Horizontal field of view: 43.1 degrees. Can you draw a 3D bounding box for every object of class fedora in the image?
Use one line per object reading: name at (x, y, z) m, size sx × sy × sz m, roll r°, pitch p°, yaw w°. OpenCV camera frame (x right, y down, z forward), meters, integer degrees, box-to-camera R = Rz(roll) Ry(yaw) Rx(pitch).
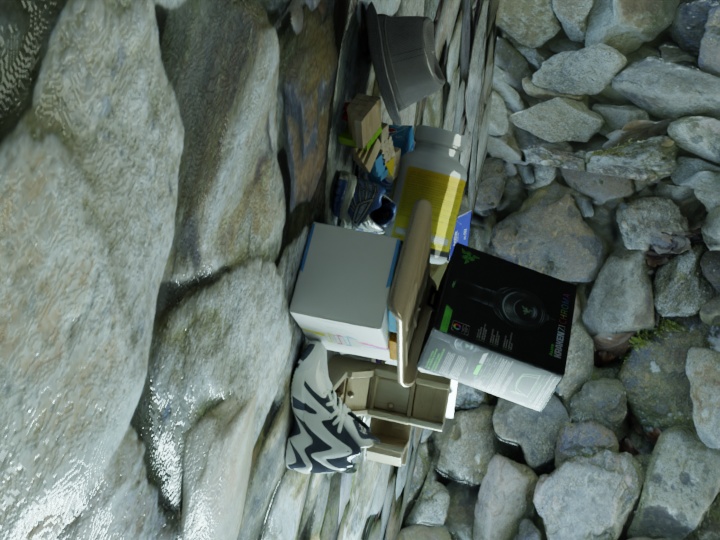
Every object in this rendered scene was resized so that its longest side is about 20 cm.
fedora at (0.069, -0.300, 1.296) m, size 0.200 × 0.090 × 0.178 m, roll -21°, pitch 99°, yaw -81°

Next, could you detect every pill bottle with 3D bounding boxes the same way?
pill bottle at (0.103, -0.118, 1.420) m, size 0.112 × 0.111 × 0.202 m, roll -6°, pitch 110°, yaw -79°

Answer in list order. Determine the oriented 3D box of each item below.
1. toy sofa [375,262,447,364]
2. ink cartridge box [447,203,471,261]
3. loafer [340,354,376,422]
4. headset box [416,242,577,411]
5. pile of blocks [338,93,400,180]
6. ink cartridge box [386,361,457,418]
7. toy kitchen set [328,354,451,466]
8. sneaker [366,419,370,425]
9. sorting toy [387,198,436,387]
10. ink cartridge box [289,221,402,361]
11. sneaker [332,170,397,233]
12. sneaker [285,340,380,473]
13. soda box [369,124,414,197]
toy sofa at (0.065, 0.055, 1.508) m, size 0.200 × 0.083 × 0.098 m, roll -48°, pitch 173°, yaw -36°
ink cartridge box at (0.108, -0.111, 1.586) m, size 0.044 × 0.200 × 0.095 m, roll -25°, pitch 137°, yaw -27°
loafer at (0.007, 0.168, 1.567) m, size 0.063 × 0.072 × 0.202 m, roll -25°, pitch 128°, yaw -45°
headset box at (0.185, 0.073, 1.273) m, size 0.093 × 0.199 × 0.175 m, roll 108°, pitch 3°, yaw -47°
pile of blocks at (0.003, -0.180, 1.311) m, size 0.083 × 0.062 × 0.200 m, roll -66°, pitch 158°, yaw -15°
ink cartridge box at (0.086, 0.188, 1.701) m, size 0.050 × 0.198 × 0.163 m, roll -68°, pitch 165°, yaw -46°
toy kitchen set at (0.025, 0.249, 1.431) m, size 0.180 × 0.198 × 0.165 m, roll -36°, pitch 135°, yaw -75°
sneaker at (0.009, 0.264, 1.704) m, size 0.200 × 0.072 × 0.085 m, roll -15°, pitch 117°, yaw -77°
sorting toy at (0.066, 0.032, 1.233) m, size 0.201 × 0.036 × 0.186 m, roll 78°, pitch 23°, yaw -54°
ink cartridge box at (-0.007, 0.038, 1.264) m, size 0.200 × 0.124 × 0.130 m, roll 68°, pitch 34°, yaw -70°
sneaker at (0.012, -0.077, 1.365) m, size 0.200 × 0.084 × 0.078 m, roll 70°, pitch 33°, yaw -71°
sneaker at (-0.031, 0.201, 1.283) m, size 0.079 × 0.128 × 0.201 m, roll -41°, pitch 140°, yaw -75°
soda box at (0.056, -0.137, 1.518) m, size 0.064 × 0.067 × 0.201 m, roll -63°, pitch 152°, yaw -56°
